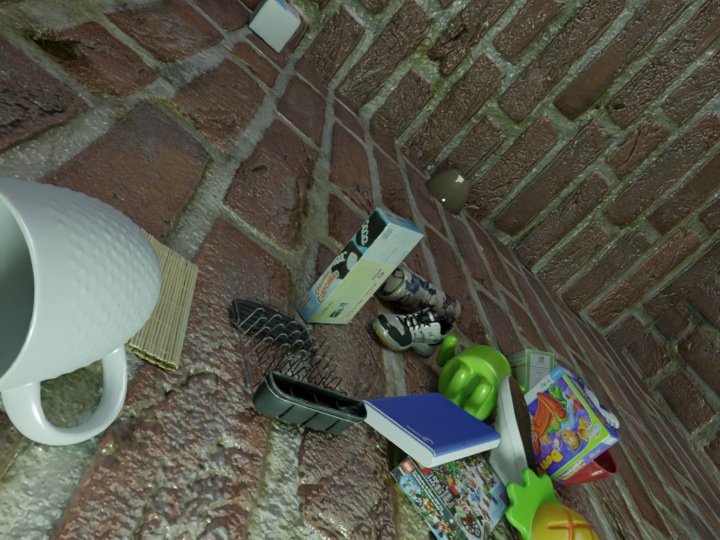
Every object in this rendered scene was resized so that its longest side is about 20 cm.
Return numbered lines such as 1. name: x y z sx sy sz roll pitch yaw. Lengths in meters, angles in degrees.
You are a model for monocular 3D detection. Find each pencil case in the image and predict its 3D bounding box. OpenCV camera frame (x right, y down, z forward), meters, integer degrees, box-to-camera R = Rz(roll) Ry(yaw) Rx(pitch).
1. pencil case: 0.118 0.058 1.239 0.198 0.089 0.079 30 51 -36

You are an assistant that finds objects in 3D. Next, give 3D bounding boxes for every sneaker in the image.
1. sneaker: 0.225 0.270 0.942 0.072 0.084 0.204 28 51 -45
2. sneaker: 0.429 0.271 1.109 0.115 0.081 0.199 46 17 12
3. sneaker: 0.098 0.099 1.097 0.198 0.088 0.076 17 34 -52

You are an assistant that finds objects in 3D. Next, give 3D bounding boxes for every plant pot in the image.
1. plant pot: 0.399 -0.362 2.606 0.199 0.135 0.201 39 19 -16

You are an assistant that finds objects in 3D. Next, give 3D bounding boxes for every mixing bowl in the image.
1. mixing bowl: 0.394 0.343 1.177 0.199 0.109 0.201 39 19 -16

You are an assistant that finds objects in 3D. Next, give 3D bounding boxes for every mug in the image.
1. mug: -0.240 0.034 0.471 0.175 0.145 0.204 -4 81 -75

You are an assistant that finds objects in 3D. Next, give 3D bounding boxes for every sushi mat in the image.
1. sushi mat: -0.233 0.025 0.669 0.095 0.012 0.201 37 20 -26

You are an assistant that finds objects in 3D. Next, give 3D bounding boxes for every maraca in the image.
1. maraca: 0.269 0.377 0.825 0.136 0.107 0.202 -16 72 -46

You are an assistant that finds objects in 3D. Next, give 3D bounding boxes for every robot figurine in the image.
1. robot figurine: 0.208 0.199 1.071 0.174 0.117 0.199 32 14 20

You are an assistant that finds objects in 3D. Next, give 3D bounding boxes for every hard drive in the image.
1. hard drive: 0.103 0.220 0.853 0.131 0.026 0.198 29 11 36

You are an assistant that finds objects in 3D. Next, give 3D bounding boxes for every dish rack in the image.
1. dish rack: -0.085 0.107 0.747 0.152 0.055 0.201 30 24 -40

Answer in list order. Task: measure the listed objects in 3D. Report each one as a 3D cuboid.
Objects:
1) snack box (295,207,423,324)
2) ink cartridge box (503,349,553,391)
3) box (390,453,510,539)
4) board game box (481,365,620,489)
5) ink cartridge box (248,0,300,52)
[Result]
1. snack box: 0.000 0.000 0.917 0.037 0.201 0.116 49 19 26
2. ink cartridge box: 0.308 0.255 1.108 0.058 0.204 0.104 7 -14 -7
3. box: 0.133 0.300 0.828 0.137 0.038 0.199 52 20 18
4. board game box: 0.297 0.274 0.973 0.044 0.200 0.135 24 26 -42
5. ink cartridge box: -0.332 -0.967 2.304 0.146 0.146 0.201 35 21 -27
